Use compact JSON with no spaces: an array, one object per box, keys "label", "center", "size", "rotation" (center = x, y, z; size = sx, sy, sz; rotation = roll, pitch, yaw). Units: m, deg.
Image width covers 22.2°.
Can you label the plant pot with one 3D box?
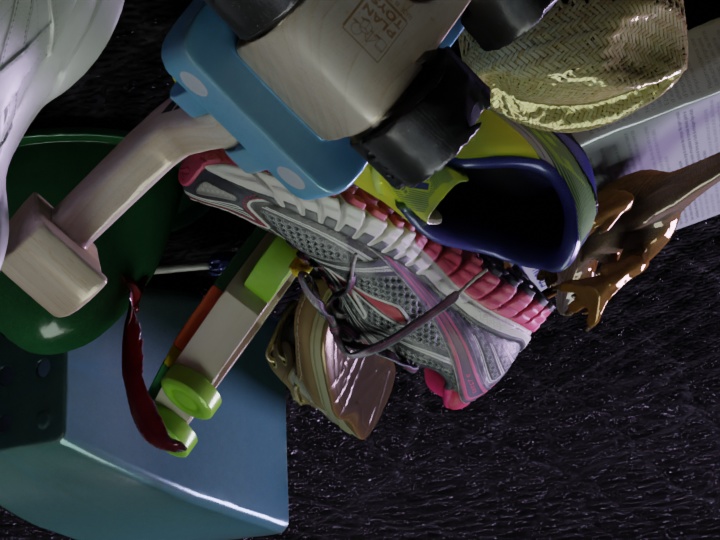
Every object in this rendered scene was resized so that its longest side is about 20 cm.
[{"label":"plant pot","center":[-0.157,0.086,1.140],"size":[0.140,0.143,0.199],"rotation":[-12,159,28]}]

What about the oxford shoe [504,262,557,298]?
[{"label":"oxford shoe","center":[0.056,0.005,1.094],"size":[0.071,0.072,0.199],"rotation":[4,166,-39]}]

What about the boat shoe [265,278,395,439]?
[{"label":"boat shoe","center":[-0.025,0.053,1.143],"size":[0.066,0.075,0.200],"rotation":[21,161,14]}]

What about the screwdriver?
[{"label":"screwdriver","center":[-0.105,0.000,1.085],"size":[0.197,0.028,0.029],"rotation":[-7,-154,2]}]

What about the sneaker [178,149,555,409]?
[{"label":"sneaker","center":[0.000,0.000,0.846],"size":[0.199,0.081,0.075],"rotation":[30,101,-26]}]

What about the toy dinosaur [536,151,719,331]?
[{"label":"toy dinosaur","center":[0.136,-0.031,0.868],"size":[0.106,0.061,0.200],"rotation":[-36,-179,-40]}]

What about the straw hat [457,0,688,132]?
[{"label":"straw hat","center":[0.084,-0.104,0.743],"size":[0.198,0.086,0.201],"rotation":[-7,162,-2]}]

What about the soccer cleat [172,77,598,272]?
[{"label":"soccer cleat","center":[0.012,-0.058,0.780],"size":[0.198,0.084,0.065],"rotation":[22,123,-10]}]

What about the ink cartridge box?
[{"label":"ink cartridge box","center":[0.156,-0.063,0.922],"size":[0.198,0.041,0.200],"rotation":[-22,162,6]}]

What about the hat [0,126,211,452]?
[{"label":"hat","center":[-0.148,0.037,0.926],"size":[0.164,0.178,0.200],"rotation":[-11,162,8]}]

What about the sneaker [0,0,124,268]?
[{"label":"sneaker","center":[-0.163,-0.056,0.663],"size":[0.074,0.202,0.099],"rotation":[20,173,35]}]

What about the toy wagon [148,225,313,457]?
[{"label":"toy wagon","center":[-0.054,0.011,0.968],"size":[0.039,0.156,0.200],"rotation":[35,154,0]}]

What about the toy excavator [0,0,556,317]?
[{"label":"toy excavator","center":[-0.040,-0.069,0.677],"size":[0.100,0.195,0.199],"rotation":[42,159,-18]}]
